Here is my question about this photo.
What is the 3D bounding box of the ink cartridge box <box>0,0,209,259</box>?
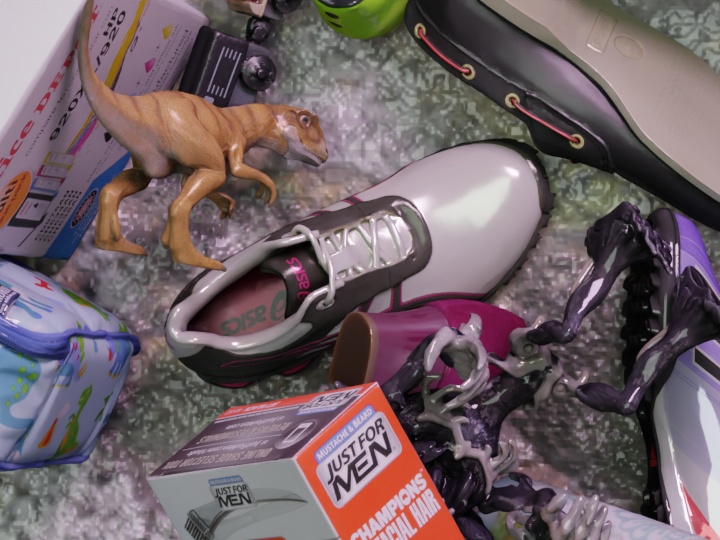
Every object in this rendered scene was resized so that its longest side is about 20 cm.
[{"bbox_3d":[-0.186,-0.103,1.229,0.144,0.200,0.148,33,95,10],"label":"ink cartridge box"}]

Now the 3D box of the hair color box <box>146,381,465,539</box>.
[{"bbox_3d":[0.003,0.154,1.160,0.111,0.064,0.200,-12,112,50],"label":"hair color box"}]

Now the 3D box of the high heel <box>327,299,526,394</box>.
[{"bbox_3d":[0.020,0.108,1.259,0.067,0.096,0.201,48,129,47],"label":"high heel"}]

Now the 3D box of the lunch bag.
[{"bbox_3d":[-0.198,0.026,1.227,0.160,0.200,0.083,26,92,11],"label":"lunch bag"}]

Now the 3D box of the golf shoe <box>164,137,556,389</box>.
[{"bbox_3d":[0.000,0.000,1.249,0.199,0.088,0.077,-28,82,7],"label":"golf shoe"}]

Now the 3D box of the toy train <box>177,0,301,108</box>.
[{"bbox_3d":[-0.047,-0.156,1.281,0.046,0.034,0.201,18,93,-26],"label":"toy train"}]

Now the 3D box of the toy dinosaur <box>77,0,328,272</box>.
[{"bbox_3d":[-0.092,-0.059,1.204,0.060,0.200,0.107,10,90,32],"label":"toy dinosaur"}]

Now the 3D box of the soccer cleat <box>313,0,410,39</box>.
[{"bbox_3d":[0.027,-0.206,1.252,0.067,0.081,0.201,19,92,11],"label":"soccer cleat"}]

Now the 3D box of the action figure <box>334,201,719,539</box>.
[{"bbox_3d":[0.068,0.062,1.162,0.200,0.102,0.119,-42,104,8],"label":"action figure"}]

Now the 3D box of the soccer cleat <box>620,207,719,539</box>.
[{"bbox_3d":[0.166,0.069,1.233,0.073,0.068,0.201,-5,87,-7],"label":"soccer cleat"}]

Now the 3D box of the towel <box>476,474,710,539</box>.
[{"bbox_3d":[0.110,0.209,1.201,0.171,0.048,0.201,15,99,41],"label":"towel"}]

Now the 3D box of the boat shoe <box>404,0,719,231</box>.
[{"bbox_3d":[0.111,-0.084,1.245,0.201,0.074,0.063,37,131,0],"label":"boat shoe"}]
